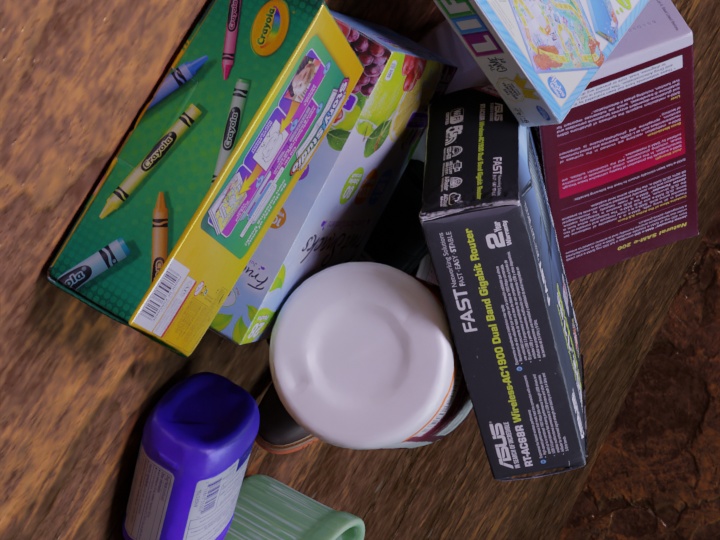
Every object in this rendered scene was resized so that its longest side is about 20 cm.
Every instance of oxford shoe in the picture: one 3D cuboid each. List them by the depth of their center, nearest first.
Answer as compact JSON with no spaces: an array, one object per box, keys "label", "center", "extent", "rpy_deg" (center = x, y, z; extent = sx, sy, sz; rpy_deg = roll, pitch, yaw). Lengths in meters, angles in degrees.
[{"label":"oxford shoe","center":[-0.015,0.051,1.462],"extent":[0.200,0.071,0.073],"rpy_deg":[-49,154,-16]}]

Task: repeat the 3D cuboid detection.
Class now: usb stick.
[{"label":"usb stick","center":[0.000,0.000,1.344],"extent":[0.200,0.055,0.033],"rpy_deg":[-49,-179,37]}]

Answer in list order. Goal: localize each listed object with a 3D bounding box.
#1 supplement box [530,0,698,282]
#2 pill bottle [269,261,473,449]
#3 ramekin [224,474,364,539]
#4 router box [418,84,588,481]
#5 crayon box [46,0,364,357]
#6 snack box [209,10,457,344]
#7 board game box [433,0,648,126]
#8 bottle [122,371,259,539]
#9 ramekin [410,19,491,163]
[{"label":"supplement box","center":[0.161,-0.087,1.276],"extent":[0.109,0.061,0.200],"rpy_deg":[-20,140,-6]},{"label":"pill bottle","center":[0.019,0.058,1.245],"extent":[0.114,0.114,0.200],"rpy_deg":[-60,167,2]},{"label":"ramekin","center":[-0.090,0.262,1.558],"extent":[0.200,0.098,0.200],"rpy_deg":[-54,164,-23]},{"label":"router box","center":[0.091,0.005,1.197],"extent":[0.150,0.062,0.200],"rpy_deg":[-82,158,-57]},{"label":"crayon box","center":[-0.080,-0.058,1.055],"extent":[0.200,0.058,0.119],"rpy_deg":[-59,166,-4]},{"label":"snack box","center":[-0.028,-0.058,1.211],"extent":[0.200,0.068,0.169],"rpy_deg":[-61,167,11]},{"label":"board game box","center":[0.088,-0.203,1.131],"extent":[0.200,0.034,0.135],"rpy_deg":[52,60,-26]},{"label":"bottle","center":[-0.122,0.161,1.321],"extent":[0.084,0.065,0.200],"rpy_deg":[-44,159,-45]},{"label":"ramekin","center":[0.109,-0.103,1.365],"extent":[0.203,0.202,0.094],"rpy_deg":[105,-23,-45]}]
